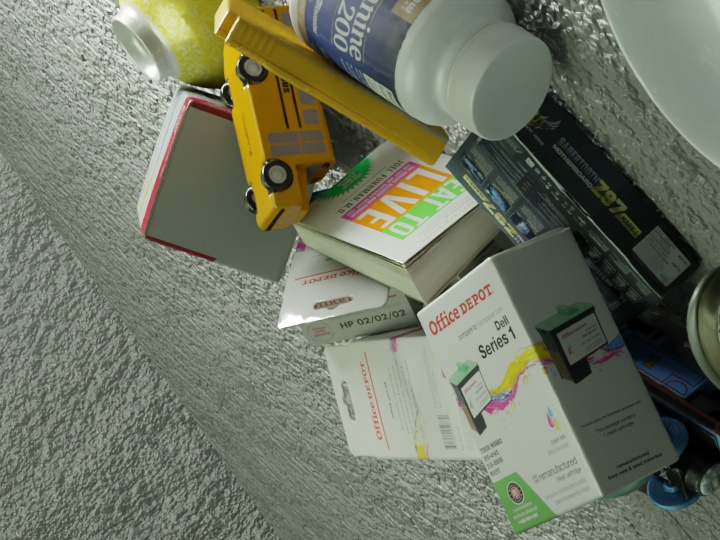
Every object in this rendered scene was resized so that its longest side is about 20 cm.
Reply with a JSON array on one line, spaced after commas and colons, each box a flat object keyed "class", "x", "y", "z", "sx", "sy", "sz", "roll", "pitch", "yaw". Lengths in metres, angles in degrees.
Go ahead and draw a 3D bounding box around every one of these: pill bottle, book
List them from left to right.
[{"class": "book", "x": 0.042, "y": -0.052, "z": 1.551, "sx": 0.200, "sy": 0.134, "sz": 0.048, "roll": 23, "pitch": 150, "yaw": 55}, {"class": "pill bottle", "x": 0.046, "y": -0.177, "z": 1.299, "sx": 0.200, "sy": 0.111, "sz": 0.111, "roll": 37, "pitch": 159, "yaw": 37}]

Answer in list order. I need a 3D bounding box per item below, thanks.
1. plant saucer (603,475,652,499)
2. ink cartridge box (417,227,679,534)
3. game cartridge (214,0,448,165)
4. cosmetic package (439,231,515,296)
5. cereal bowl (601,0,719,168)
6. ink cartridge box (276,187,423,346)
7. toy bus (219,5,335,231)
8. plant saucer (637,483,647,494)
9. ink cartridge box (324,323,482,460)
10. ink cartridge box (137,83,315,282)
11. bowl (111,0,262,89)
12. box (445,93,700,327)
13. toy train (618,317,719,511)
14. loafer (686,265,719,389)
[{"class": "plant saucer", "x": 0.175, "y": 0.152, "z": 1.592, "sx": 0.199, "sy": 0.027, "sz": 0.200, "roll": 23, "pitch": 148, "yaw": 15}, {"class": "ink cartridge box", "x": 0.142, "y": 0.088, "z": 1.355, "sx": 0.201, "sy": 0.084, "sz": 0.145, "roll": 66, "pitch": 151, "yaw": 10}, {"class": "game cartridge", "x": -0.028, "y": -0.158, "z": 1.406, "sx": 0.199, "sy": 0.033, "sz": 0.176, "roll": 28, "pitch": -170, "yaw": -10}, {"class": "cosmetic package", "x": 0.122, "y": 0.036, "z": 1.637, "sx": 0.104, "sy": 0.073, "sz": 0.200, "roll": 45, "pitch": 163, "yaw": 18}, {"class": "cereal bowl", "x": 0.220, "y": -0.146, "z": 0.946, "sx": 0.200, "sy": 0.083, "sz": 0.200, "roll": 51, "pitch": 163, "yaw": 22}, {"class": "ink cartridge box", "x": 0.000, "y": 0.000, "z": 1.616, "sx": 0.115, "sy": 0.200, "sz": 0.068, "roll": -13, "pitch": 127, "yaw": 22}, {"class": "toy bus", "x": -0.078, "y": -0.141, "z": 1.602, "sx": 0.065, "sy": 0.078, "sz": 0.201, "roll": 134, "pitch": 125, "yaw": -62}, {"class": "plant saucer", "x": 0.244, "y": 0.143, "z": 1.624, "sx": 0.200, "sy": 0.034, "sz": 0.200, "roll": 46, "pitch": 164, "yaw": 18}, {"class": "ink cartridge box", "x": 0.061, "y": 0.108, "z": 1.571, "sx": 0.200, "sy": 0.067, "sz": 0.117, "roll": -6, "pitch": 99, "yaw": 50}, {"class": "ink cartridge box", "x": -0.135, "y": -0.093, "z": 1.738, "sx": 0.145, "sy": 0.145, "sz": 0.200, "roll": 18, "pitch": -173, "yaw": -13}, {"class": "bowl", "x": -0.187, "y": -0.254, "z": 1.754, "sx": 0.200, "sy": 0.108, "sz": 0.200, "roll": 44, "pitch": 163, "yaw": 18}, {"class": "box", "x": 0.165, "y": -0.047, "z": 1.381, "sx": 0.200, "sy": 0.051, "sz": 0.158, "roll": 49, "pitch": 163, "yaw": 4}, {"class": "toy train", "x": 0.240, "y": 0.114, "z": 1.424, "sx": 0.200, "sy": 0.114, "sz": 0.087, "roll": 32, "pitch": 154, "yaw": 48}, {"class": "loafer", "x": 0.309, "y": 0.077, "z": 1.262, "sx": 0.070, "sy": 0.075, "sz": 0.200, "roll": 0, "pitch": 133, "yaw": 54}]
